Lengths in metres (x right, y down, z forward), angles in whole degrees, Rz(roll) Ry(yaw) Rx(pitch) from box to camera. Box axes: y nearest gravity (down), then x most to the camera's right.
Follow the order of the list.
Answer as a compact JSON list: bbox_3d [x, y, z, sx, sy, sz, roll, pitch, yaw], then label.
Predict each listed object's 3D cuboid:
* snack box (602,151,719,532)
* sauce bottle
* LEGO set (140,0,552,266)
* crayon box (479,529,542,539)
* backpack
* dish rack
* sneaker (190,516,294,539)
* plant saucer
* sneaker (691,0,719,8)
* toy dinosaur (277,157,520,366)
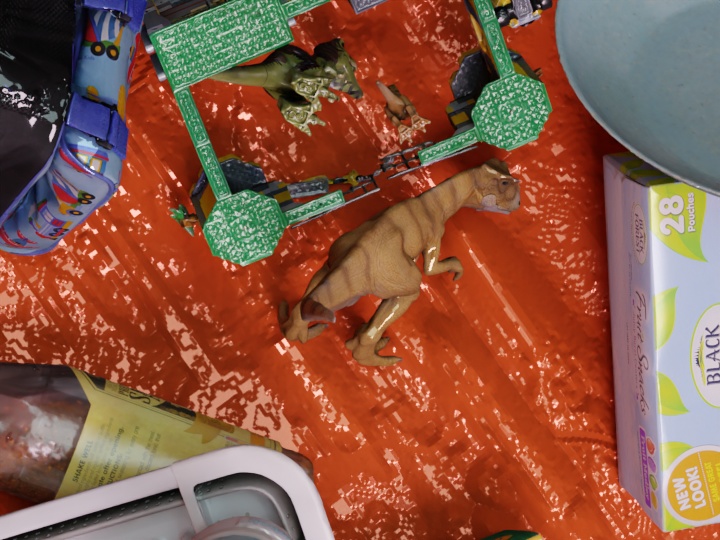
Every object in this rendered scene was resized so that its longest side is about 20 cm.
[{"bbox_3d":[0.219,0.020,1.019,0.200,0.068,0.169,-9,108,-10],"label":"snack box"},{"bbox_3d":[-0.121,0.077,0.963,0.200,0.066,0.066,22,79,-12],"label":"sauce bottle"},{"bbox_3d":[-0.018,-0.106,1.002,0.200,0.116,0.154,-30,121,2],"label":"LEGO set"},{"bbox_3d":[0.055,0.231,0.989,0.119,0.058,0.200,-19,88,-15],"label":"crayon box"},{"bbox_3d":[-0.166,-0.122,0.927,0.134,0.183,0.200,12,69,-20],"label":"backpack"},{"bbox_3d":[-0.091,0.169,0.933,0.200,0.044,0.172,-17,99,10],"label":"dish rack"},{"bbox_3d":[-0.095,0.188,0.873,0.074,0.082,0.200,30,104,2],"label":"sneaker"},{"bbox_3d":[0.184,-0.088,0.971,0.201,0.039,0.201,2,48,-2],"label":"plant saucer"},{"bbox_3d":[0.234,-0.092,1.064,0.200,0.071,0.099,1,78,-17],"label":"sneaker"},{"bbox_3d":[0.000,0.000,0.976,0.060,0.106,0.200,37,39,12],"label":"toy dinosaur"}]
